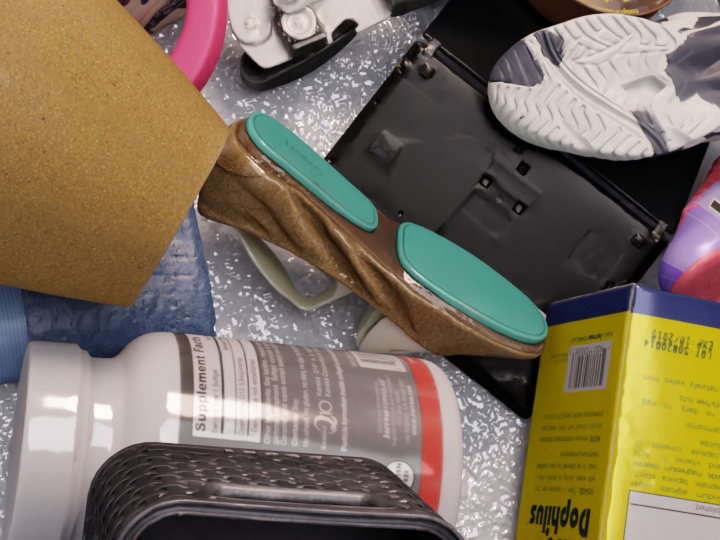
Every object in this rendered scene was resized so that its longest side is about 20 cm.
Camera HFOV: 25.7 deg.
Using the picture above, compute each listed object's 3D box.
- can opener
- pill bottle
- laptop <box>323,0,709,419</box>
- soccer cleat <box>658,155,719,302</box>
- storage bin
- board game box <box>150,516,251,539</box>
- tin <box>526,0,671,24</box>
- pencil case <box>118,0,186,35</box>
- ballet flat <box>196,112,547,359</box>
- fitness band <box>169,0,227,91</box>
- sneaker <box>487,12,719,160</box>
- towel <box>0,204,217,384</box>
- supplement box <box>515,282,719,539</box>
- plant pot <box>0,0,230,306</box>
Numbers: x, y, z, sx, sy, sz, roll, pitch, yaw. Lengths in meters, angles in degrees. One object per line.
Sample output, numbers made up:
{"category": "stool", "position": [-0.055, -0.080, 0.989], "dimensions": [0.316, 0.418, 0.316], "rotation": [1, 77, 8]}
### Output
{"category": "can opener", "position": [0.020, -0.162, 0.854], "dimensions": [0.200, 0.066, 0.053], "rotation": [-24, 80, -3]}
{"category": "pill bottle", "position": [-0.062, 0.090, 0.745], "dimensions": [0.200, 0.116, 0.116], "rotation": [7, 71, -15]}
{"category": "laptop", "position": [0.082, -0.052, 0.895], "dimensions": [0.177, 0.103, 0.200], "rotation": [38, 91, -3]}
{"category": "soccer cleat", "position": [0.209, -0.032, 0.876], "dimensions": [0.076, 0.067, 0.200], "rotation": [48, 41, 17]}
{"category": "storage bin", "position": [-0.043, 0.177, 0.611], "dimensions": [0.135, 0.094, 0.200], "rotation": [6, 95, -15]}
{"category": "board game box", "position": [-0.069, 0.227, 0.681], "dimensions": [0.200, 0.041, 0.200], "rotation": [45, 85, -16]}
{"category": "tin", "position": [0.117, -0.230, 0.943], "dimensions": [0.112, 0.042, 0.200], "rotation": [-22, 78, -30]}
{"category": "pencil case", "position": [-0.135, -0.219, 0.836], "dimensions": [0.078, 0.089, 0.200], "rotation": [-30, 85, -24]}
{"category": "ballet flat", "position": [0.000, 0.000, 0.811], "dimensions": [0.200, 0.072, 0.068], "rotation": [33, 26, -14]}
{"category": "fitness band", "position": [-0.165, -0.134, 0.782], "dimensions": [0.200, 0.037, 0.144], "rotation": [1, 91, 6]}
{"category": "sneaker", "position": [0.160, -0.102, 0.874], "dimensions": [0.199, 0.130, 0.080], "rotation": [-15, 90, -7]}
{"category": "towel", "position": [-0.173, 0.001, 0.775], "dimensions": [0.200, 0.049, 0.112], "rotation": [-8, 76, -20]}
{"category": "supplement box", "position": [0.149, 0.118, 0.789], "dimensions": [0.109, 0.110, 0.200], "rotation": [12, 80, -14]}
{"category": "plant pot", "position": [-0.165, -0.073, 0.692], "dimensions": [0.200, 0.186, 0.186], "rotation": [30, 67, -7]}
